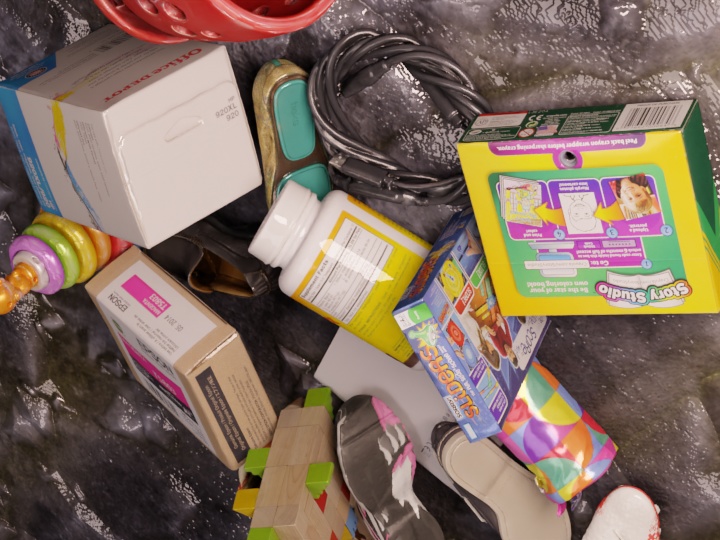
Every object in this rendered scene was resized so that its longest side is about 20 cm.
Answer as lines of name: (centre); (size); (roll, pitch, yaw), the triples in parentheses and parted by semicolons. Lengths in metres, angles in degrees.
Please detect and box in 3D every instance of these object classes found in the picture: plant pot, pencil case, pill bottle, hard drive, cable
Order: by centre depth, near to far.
plant pot: (-0.133, -0.285, 1.498); (0.182, 0.200, 0.202); (-7, 117, 46)
cable: (0.047, -0.133, 1.587); (0.198, 0.051, 0.165); (14, 122, 26)
pill bottle: (0.000, 0.000, 1.645); (0.199, 0.110, 0.109); (31, 139, -6)
pencil case: (0.153, 0.132, 1.672); (0.200, 0.088, 0.088); (50, 139, 0)
hard drive: (0.054, 0.128, 1.796); (0.199, 0.025, 0.132); (39, 138, 9)

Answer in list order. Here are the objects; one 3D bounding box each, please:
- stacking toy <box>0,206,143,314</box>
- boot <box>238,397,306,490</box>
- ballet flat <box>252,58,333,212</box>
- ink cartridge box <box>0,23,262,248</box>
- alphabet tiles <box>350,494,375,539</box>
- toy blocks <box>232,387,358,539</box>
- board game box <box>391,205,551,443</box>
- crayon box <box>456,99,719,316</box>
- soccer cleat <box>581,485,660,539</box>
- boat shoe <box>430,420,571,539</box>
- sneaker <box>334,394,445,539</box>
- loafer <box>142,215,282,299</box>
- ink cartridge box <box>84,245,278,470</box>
stacking toy: (-0.323, -0.015, 1.866); (0.109, 0.200, 0.117); (24, 135, 23)
boot: (-0.099, 0.235, 1.946); (0.075, 0.107, 0.201); (32, 138, 21)
ballet flat: (-0.067, -0.110, 1.687); (0.070, 0.071, 0.202); (17, 130, 29)
ink cartridge box: (-0.219, -0.131, 1.696); (0.199, 0.147, 0.146); (18, 132, 48)
alphabet tiles: (0.020, 0.309, 1.958); (0.196, 0.015, 0.201); (46, 140, 17)
toy blocks: (-0.050, 0.242, 1.826); (0.099, 0.201, 0.137); (-7, 134, 22)
board game box: (0.101, 0.041, 1.557); (0.034, 0.200, 0.136); (-24, 105, 28)
crayon box: (0.197, -0.048, 1.492); (0.198, 0.058, 0.174); (-1, 122, 29)
soccer cleat: (0.234, 0.290, 1.724); (0.068, 0.085, 0.201); (32, 134, 15)
boat shoe: (0.138, 0.216, 1.759); (0.200, 0.073, 0.063); (47, 175, -30)
sneaker: (0.015, 0.221, 1.832); (0.086, 0.080, 0.202); (20, 131, 64)
loafer: (-0.156, -0.011, 1.826); (0.199, 0.072, 0.073); (3, 125, 39)
ink cartridge box: (-0.185, 0.091, 1.861); (0.200, 0.075, 0.165); (37, 158, 41)
